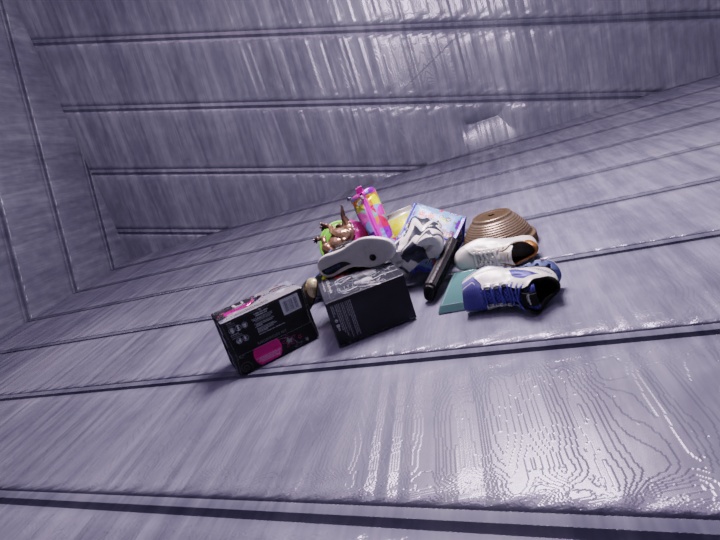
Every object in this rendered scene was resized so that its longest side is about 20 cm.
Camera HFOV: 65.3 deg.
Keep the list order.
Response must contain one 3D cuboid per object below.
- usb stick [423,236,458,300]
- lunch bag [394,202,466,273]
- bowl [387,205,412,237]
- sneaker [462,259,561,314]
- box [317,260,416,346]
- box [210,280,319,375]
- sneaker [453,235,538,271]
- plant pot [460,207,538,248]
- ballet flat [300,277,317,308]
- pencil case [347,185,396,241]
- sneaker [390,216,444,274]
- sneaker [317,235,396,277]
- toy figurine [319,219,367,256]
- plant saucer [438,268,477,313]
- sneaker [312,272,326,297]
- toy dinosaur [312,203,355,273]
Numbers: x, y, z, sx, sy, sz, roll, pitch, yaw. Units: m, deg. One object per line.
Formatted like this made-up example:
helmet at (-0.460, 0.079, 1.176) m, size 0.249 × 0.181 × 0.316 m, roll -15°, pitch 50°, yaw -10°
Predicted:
usb stick at (0.190, -0.008, 1.321) m, size 0.032 × 0.056 × 0.201 m, roll 18°, pitch 44°, yaw 14°
lunch bag at (0.172, -0.065, 1.469) m, size 0.149 × 0.095 × 0.201 m, roll 18°, pitch 53°, yaw 20°
bowl at (0.135, -0.131, 1.690) m, size 0.198 × 0.109 × 0.200 m, roll -23°, pitch 3°, yaw 1°
sneaker at (0.291, 0.036, 1.074) m, size 0.197 × 0.081 × 0.115 m, roll -14°, pitch 14°, yaw 12°
box at (0.008, 0.063, 1.273) m, size 0.180 × 0.105 × 0.200 m, roll -20°, pitch 15°, yaw -5°
box at (-0.219, 0.124, 1.282) m, size 0.199 × 0.133 × 0.114 m, roll -25°, pitch 17°, yaw -22°
sneaker at (0.314, -0.040, 1.310) m, size 0.198 × 0.074 × 0.085 m, roll -14°, pitch 11°, yaw 13°
plant pot at (0.346, -0.100, 1.445) m, size 0.199 × 0.094 × 0.201 m, roll -19°, pitch 16°, yaw 5°
ballet flat at (-0.154, 0.075, 1.383) m, size 0.056 × 0.067 × 0.200 m, roll 14°, pitch -34°, yaw -22°
pencil case at (0.039, -0.134, 1.566) m, size 0.088 × 0.202 × 0.088 m, roll -25°, pitch -7°, yaw -3°
sneaker at (0.123, -0.069, 1.398) m, size 0.198 × 0.080 × 0.130 m, roll -31°, pitch 23°, yaw 33°
sneaker at (-0.001, -0.050, 1.337) m, size 0.198 × 0.074 × 0.112 m, roll -15°, pitch 16°, yaw 22°
toy figurine at (-0.009, -0.089, 1.678) m, size 0.198 × 0.152 × 0.184 m, roll 3°, pitch -6°, yaw -16°
plant saucer at (0.222, 0.042, 1.254) m, size 0.069 × 0.019 × 0.200 m, roll -12°, pitch 18°, yaw 23°
sneaker at (-0.095, 0.028, 1.605) m, size 0.078 × 0.066 × 0.200 m, roll -23°, pitch 10°, yaw 42°
toy dinosaur at (-0.055, -0.072, 1.534) m, size 0.135 × 0.086 × 0.202 m, roll 21°, pitch 85°, yaw 45°
